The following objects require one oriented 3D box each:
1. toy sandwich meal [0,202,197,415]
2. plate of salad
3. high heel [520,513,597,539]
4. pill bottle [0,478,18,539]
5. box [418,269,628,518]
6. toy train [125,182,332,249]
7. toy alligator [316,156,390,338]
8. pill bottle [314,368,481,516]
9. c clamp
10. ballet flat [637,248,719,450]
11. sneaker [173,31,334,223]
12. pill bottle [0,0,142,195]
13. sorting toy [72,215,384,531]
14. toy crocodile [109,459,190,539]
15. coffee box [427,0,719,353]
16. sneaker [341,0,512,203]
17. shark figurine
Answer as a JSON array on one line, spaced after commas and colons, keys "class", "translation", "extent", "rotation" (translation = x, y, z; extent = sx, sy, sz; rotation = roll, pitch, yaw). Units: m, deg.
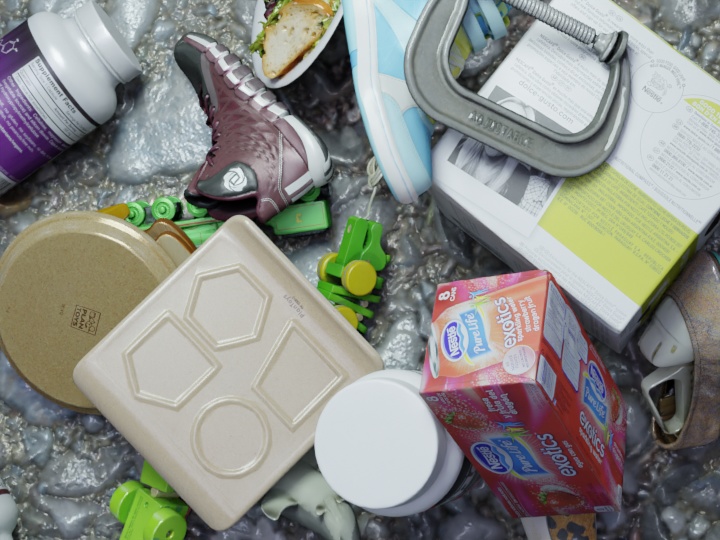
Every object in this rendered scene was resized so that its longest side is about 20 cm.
[{"class": "toy sandwich meal", "translation": [-0.224, 0.030, 1.314], "extent": [0.204, 0.070, 0.207], "rotation": [3, 108, 10]}, {"class": "plate of salad", "translation": [-0.052, -0.253, 1.273], "extent": [0.048, 0.200, 0.201], "rotation": [18, 86, -27]}, {"class": "high heel", "translation": [0.193, 0.221, 1.258], "extent": [0.142, 0.071, 0.201], "rotation": [40, 72, -17]}, {"class": "pill bottle", "translation": [-0.371, 0.196, 1.304], "extent": [0.113, 0.113, 0.201], "rotation": [-34, 80, 4]}, {"class": "box", "translation": [0.130, 0.099, 1.145], "extent": [0.095, 0.200, 0.100], "rotation": [-8, 51, 27]}, {"class": "toy train", "translation": [-0.120, -0.045, 1.330], "extent": [0.199, 0.042, 0.057], "rotation": [-8, 93, 8]}, {"class": "toy alligator", "translation": [0.000, 0.000, 1.301], "extent": [0.054, 0.059, 0.201], "rotation": [24, 88, -30]}, {"class": "pill bottle", "translation": [0.036, 0.137, 1.199], "extent": [0.113, 0.200, 0.115], "rotation": [-1, 85, 15]}, {"class": "c clamp", "translation": [0.118, -0.168, 1.082], "extent": [0.199, 0.027, 0.172], "rotation": [30, 81, -12]}, {"class": "ballet flat", "translation": [0.256, 0.072, 1.190], "extent": [0.067, 0.201, 0.068], "rotation": [-16, 38, -7]}, {"class": "sneaker", "translation": [-0.124, -0.116, 1.294], "extent": [0.115, 0.076, 0.200], "rotation": [-42, 63, -10]}, {"class": "pill bottle", "translation": [-0.296, -0.151, 1.330], "extent": [0.199, 0.112, 0.113], "rotation": [-35, 80, 3]}, {"class": "sorting toy", "translation": [-0.109, 0.085, 1.251], "extent": [0.200, 0.036, 0.185], "rotation": [-44, 88, -5]}, {"class": "toy crocodile", "translation": [-0.165, 0.179, 1.300], "extent": [0.067, 0.062, 0.201], "rotation": [22, 96, 42]}, {"class": "coffee box", "translation": [0.191, -0.078, 1.203], "extent": [0.200, 0.200, 0.198], "rotation": [39, 90, 11]}, {"class": "sneaker", "translation": [0.061, -0.155, 1.111], "extent": [0.130, 0.080, 0.201], "rotation": [-12, 72, 9]}, {"class": "shark figurine", "translation": [-0.033, 0.223, 1.257], "extent": [0.127, 0.215, 0.090], "rotation": [-20, 124, -17]}]
